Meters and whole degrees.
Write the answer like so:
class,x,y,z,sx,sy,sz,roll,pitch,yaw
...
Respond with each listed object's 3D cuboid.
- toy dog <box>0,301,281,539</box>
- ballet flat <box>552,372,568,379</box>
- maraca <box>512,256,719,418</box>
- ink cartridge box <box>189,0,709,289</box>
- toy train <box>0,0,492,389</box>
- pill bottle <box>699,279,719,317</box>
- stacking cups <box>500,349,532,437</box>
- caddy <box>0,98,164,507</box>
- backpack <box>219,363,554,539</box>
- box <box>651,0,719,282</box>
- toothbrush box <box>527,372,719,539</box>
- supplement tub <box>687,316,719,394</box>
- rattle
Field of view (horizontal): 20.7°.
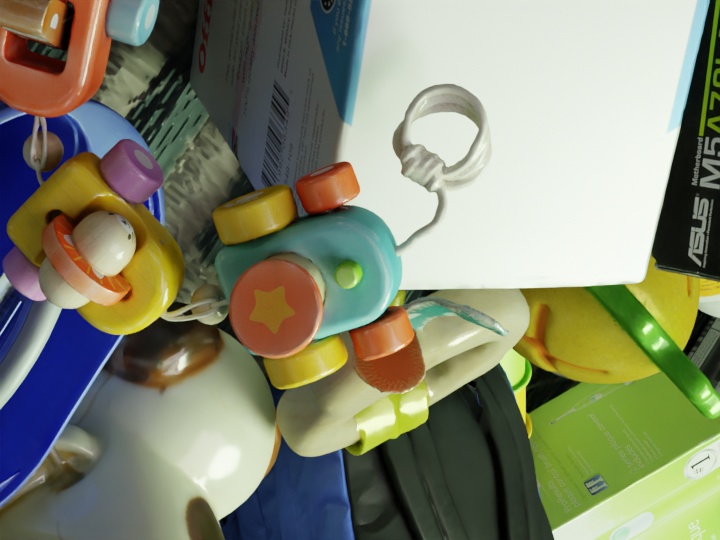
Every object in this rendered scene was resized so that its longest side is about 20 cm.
class,x,y,z,sx,sy,sz,roll,pitch,yaw
toy dog,-0.103,0.111,0.867,0.140,0.193,0.201,47,43,-39
ballet flat,0.126,0.012,1.099,0.200,0.067,0.064,79,20,-68
maraca,0.111,0.002,0.936,0.107,0.200,0.137,-45,115,6
ink cartridge box,0.027,-0.103,0.814,0.145,0.200,0.148,-1,118,-21
toy train,-0.062,-0.038,0.691,0.056,0.198,0.151,-50,161,-71
pill bottle,0.192,-0.050,1.142,0.113,0.112,0.200,-54,143,-6
stacking cups,0.064,0.008,1.087,0.060,0.060,0.202,-29,130,-33
caddy,-0.162,0.015,0.783,0.201,0.105,0.141,-57,142,-2
backpack,0.003,0.142,1.019,0.162,0.167,0.202,-7,88,-51
box,0.189,-0.106,0.837,0.193,0.047,0.202,-18,116,-60
toothbrush box,0.127,0.157,1.188,0.199,0.086,0.146,-28,137,-7
supplement tub,0.262,0.089,1.323,0.201,0.107,0.107,-58,143,-2
rattle,0.000,0.000,0.856,0.129,0.144,0.200,-15,167,9
